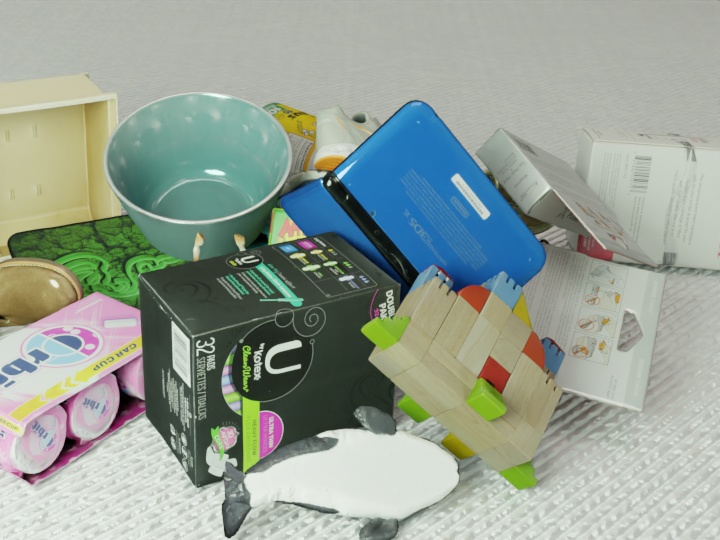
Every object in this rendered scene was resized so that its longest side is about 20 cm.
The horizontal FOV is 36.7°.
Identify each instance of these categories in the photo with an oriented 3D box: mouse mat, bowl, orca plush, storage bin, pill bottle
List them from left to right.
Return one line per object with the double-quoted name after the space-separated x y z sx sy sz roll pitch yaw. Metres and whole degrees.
-0.370 -0.099 1.175 0.197 0.202 0.094 -14 34 -30 "storage bin"
-0.258 0.002 1.151 0.197 0.008 0.162 -13 54 -29 "mouse mat"
-0.173 -0.088 1.171 0.196 0.106 0.203 3 49 -3 "bowl"
-0.059 -0.137 1.382 0.198 0.115 0.112 25 34 34 "pill bottle"
-0.021 0.178 0.881 0.197 0.071 0.107 -17 78 -24 "orca plush"

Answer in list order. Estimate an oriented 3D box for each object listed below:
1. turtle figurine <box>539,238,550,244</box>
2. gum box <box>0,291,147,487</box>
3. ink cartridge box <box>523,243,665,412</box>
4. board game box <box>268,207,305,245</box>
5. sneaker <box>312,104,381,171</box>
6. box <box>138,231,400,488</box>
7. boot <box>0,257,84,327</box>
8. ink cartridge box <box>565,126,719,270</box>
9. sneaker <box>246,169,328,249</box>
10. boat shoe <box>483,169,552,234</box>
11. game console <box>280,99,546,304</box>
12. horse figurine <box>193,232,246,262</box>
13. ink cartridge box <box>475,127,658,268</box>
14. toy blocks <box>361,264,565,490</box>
0.178 -0.007 1.221 0.197 0.066 0.161 -16 34 -33 "turtle figurine"
-0.264 0.100 0.958 0.112 0.067 0.199 19 31 28 "gum box"
0.201 0.058 1.067 0.170 0.044 0.201 15 44 12 "ink cartridge box"
0.000 0.000 1.139 0.196 0.104 0.048 7 -6 5 "board game box"
0.023 -0.136 1.269 0.075 0.094 0.198 -20 -26 35 "sneaker"
-0.079 0.071 0.950 0.197 0.151 0.124 -13 31 -30 "box"
-0.358 0.040 1.041 0.196 0.075 0.076 -9 32 19 "boot"
0.359 -0.087 1.307 0.196 0.149 0.083 4 19 -1 "ink cartridge box"
-0.072 -0.055 1.222 0.197 0.077 0.081 -14 49 37 "sneaker"
0.145 -0.078 1.208 0.197 0.068 0.074 -3 17 -38 "boat shoe"
0.047 -0.039 1.027 0.170 0.200 0.118 -41 15 5 "game console"
-0.102 0.039 1.061 0.196 0.135 0.050 14 20 -9 "horse figurine"
0.226 -0.063 1.167 0.175 0.044 0.199 55 21 24 "ink cartridge box"
0.103 0.066 0.925 0.199 0.100 0.138 41 55 -10 "toy blocks"
